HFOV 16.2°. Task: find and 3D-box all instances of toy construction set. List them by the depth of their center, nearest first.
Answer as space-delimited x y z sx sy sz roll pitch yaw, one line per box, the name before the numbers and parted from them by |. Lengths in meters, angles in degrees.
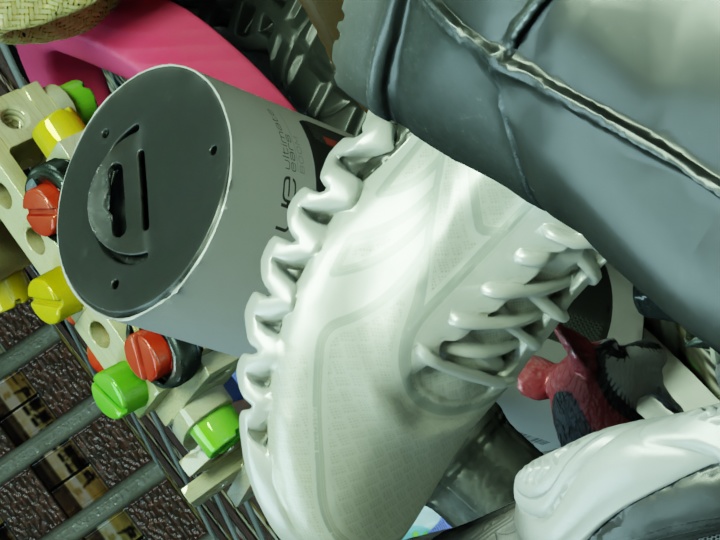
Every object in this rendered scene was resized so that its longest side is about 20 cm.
toy construction set | -0.093 0.012 0.916 0.200 0.092 0.131 43 140 1

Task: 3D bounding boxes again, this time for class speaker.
speaker | 0.000 0.000 0.816 0.200 0.081 0.081 20 -163 -43

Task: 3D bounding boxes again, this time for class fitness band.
fitness band | -0.063 -0.042 0.936 0.144 0.037 0.200 56 163 -28

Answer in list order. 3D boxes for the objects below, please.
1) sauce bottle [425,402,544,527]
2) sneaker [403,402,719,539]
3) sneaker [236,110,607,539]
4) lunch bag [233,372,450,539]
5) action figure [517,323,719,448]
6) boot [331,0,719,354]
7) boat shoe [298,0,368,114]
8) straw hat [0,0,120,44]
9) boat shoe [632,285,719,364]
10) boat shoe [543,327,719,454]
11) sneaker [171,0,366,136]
sauce bottle | 0.095 0.117 0.796 0.200 0.065 0.065 43 169 1
sneaker | 0.068 0.107 0.661 0.200 0.075 0.114 -33 73 43
sneaker | 0.033 -0.013 0.642 0.081 0.200 0.075 27 -174 39
lunch bag | 0.019 0.047 1.049 0.170 0.127 0.200 56 155 22
action figure | 0.112 0.096 0.735 0.200 0.149 0.134 40 174 4
boot | 0.094 -0.054 0.509 0.200 0.066 0.165 38 133 31
boat shoe | 0.012 -0.103 0.794 0.200 0.063 0.073 51 154 6
straw hat | -0.107 -0.126 0.858 0.085 0.201 0.201 52 169 -2
boat shoe | 0.097 -0.007 0.681 0.200 0.060 0.076 44 164 46
boat shoe | 0.112 0.084 0.865 0.200 0.068 0.072 46 166 36
sneaker | -0.004 -0.085 0.917 0.079 0.076 0.200 25 -173 -44
